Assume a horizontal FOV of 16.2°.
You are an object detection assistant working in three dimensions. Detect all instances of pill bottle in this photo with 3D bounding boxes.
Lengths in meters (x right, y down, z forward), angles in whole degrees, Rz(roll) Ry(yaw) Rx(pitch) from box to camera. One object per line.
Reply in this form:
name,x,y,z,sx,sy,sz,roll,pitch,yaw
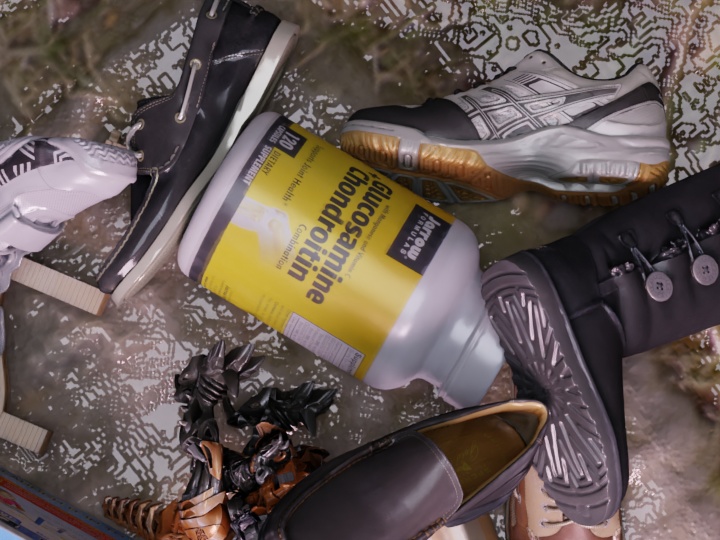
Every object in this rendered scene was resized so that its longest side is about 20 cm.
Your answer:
pill bottle,0.000,0.000,1.497,0.199,0.112,0.113,30,90,2

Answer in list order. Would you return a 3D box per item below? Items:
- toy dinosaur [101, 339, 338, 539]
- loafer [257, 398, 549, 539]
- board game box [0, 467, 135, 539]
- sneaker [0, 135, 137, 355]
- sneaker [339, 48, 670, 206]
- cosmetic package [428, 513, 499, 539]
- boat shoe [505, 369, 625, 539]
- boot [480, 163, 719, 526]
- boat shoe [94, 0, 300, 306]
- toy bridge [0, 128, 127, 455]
toy dinosaur,-0.073,0.123,1.483,0.198,0.102,0.137,-2,66,16
loafer,0.025,0.115,1.380,0.073,0.199,0.072,52,135,11
board game box,-0.208,0.159,1.457,0.199,0.196,0.056,28,90,2
sneaker,-0.213,-0.011,1.492,0.199,0.075,0.116,-10,81,28
sneaker,0.087,-0.090,1.527,0.198,0.076,0.088,4,73,-1
cosmetic package,0.066,0.230,1.493,0.071,0.105,0.201,-21,90,10
boat shoe,0.121,0.127,1.512,0.075,0.072,0.202,-8,89,1
boot,0.178,0.038,1.482,0.199,0.065,0.166,-23,100,-36
boat shoe,-0.110,-0.073,1.511,0.067,0.072,0.201,28,81,0
toy bridge,-0.186,0.007,1.542,0.067,0.027,0.201,22,88,2
